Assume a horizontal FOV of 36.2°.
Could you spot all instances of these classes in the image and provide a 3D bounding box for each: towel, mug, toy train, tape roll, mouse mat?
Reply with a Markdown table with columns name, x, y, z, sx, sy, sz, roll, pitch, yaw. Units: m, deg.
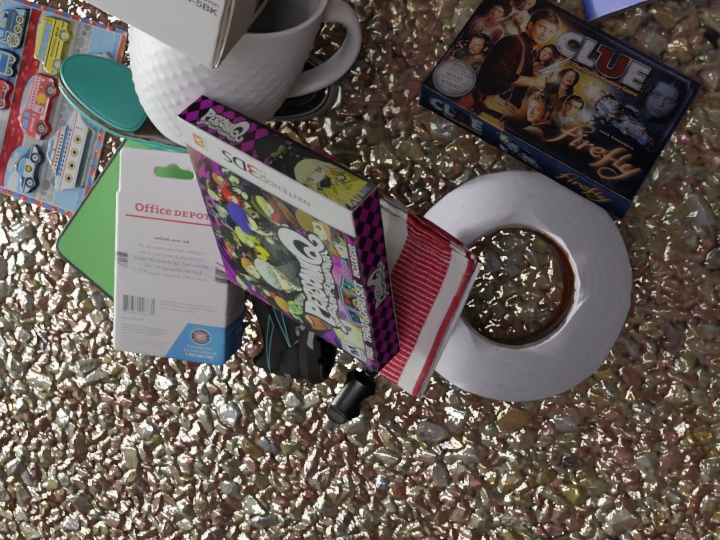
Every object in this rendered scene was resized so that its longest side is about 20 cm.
| name | x | y | z | sx | sy | sz | roll | pitch | yaw |
| --- | --- | --- | --- | --- | --- | --- | --- | --- | --- |
| towel | 0.000 | 0.000 | 0.947 | 0.200 | 0.023 | 0.144 | 36 | 118 | 28 |
| mug | -0.095 | -0.189 | 0.924 | 0.175 | 0.200 | 0.148 | 120 | 140 | -52 |
| toy train | 0.027 | 0.065 | 1.041 | 0.034 | 0.046 | 0.200 | 35 | 105 | 9 |
| tape roll | 0.133 | 0.013 | 0.967 | 0.200 | 0.066 | 0.201 | 0 | 92 | 2 |
| mouse mat | -0.201 | -0.049 | 1.109 | 0.161 | 0.008 | 0.200 | 39 | 104 | 5 |

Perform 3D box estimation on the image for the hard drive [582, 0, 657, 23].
| name | x | y | z | sx | sy | sz | roll | pitch | yaw |
| --- | --- | --- | --- | --- | --- | --- | --- | --- | --- |
| hard drive | 0.231 | -0.330 | 0.940 | 0.132 | 0.025 | 0.200 | -16 | 92 | 17 |

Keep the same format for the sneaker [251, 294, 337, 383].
| name | x | y | z | sx | sy | sz | roll | pitch | yaw |
| --- | --- | --- | --- | --- | --- | --- | --- | --- | --- |
| sneaker | -0.067 | 0.009 | 1.047 | 0.079 | 0.075 | 0.200 | 3 | 98 | 18 |

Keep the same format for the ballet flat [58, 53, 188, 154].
| name | x | y | z | sx | sy | sz | roll | pitch | yaw |
| --- | --- | --- | --- | --- | --- | --- | --- | --- | --- |
| ballet flat | -0.196 | -0.140 | 1.052 | 0.200 | 0.070 | 0.067 | 23 | 71 | 1 |

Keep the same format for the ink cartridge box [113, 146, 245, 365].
| name | x | y | z | sx | sy | sz | roll | pitch | yaw |
| --- | --- | --- | --- | --- | --- | --- | --- | --- | --- |
| ink cartridge box | -0.171 | -0.019 | 1.062 | 0.116 | 0.067 | 0.200 | 8 | 104 | 10 |

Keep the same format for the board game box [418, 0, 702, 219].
| name | x | y | z | sx | sy | sz | roll | pitch | yaw |
| --- | --- | --- | --- | --- | --- | --- | --- | --- | --- |
| board game box | 0.170 | -0.151 | 0.942 | 0.200 | 0.035 | 0.136 | 31 | 70 | 10 |

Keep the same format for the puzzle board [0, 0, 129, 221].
| name | x | y | z | sx | sy | sz | roll | pitch | yaw |
| --- | --- | --- | --- | --- | --- | --- | --- | --- | --- |
| puzzle board | -0.327 | -0.168 | 1.130 | 0.151 | 0.017 | 0.200 | 19 | 103 | 13 |

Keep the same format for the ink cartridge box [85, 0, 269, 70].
| name | x | y | z | sx | sy | sz | roll | pitch | yaw |
| --- | --- | --- | --- | --- | --- | --- | --- | --- | --- |
| ink cartridge box | -0.116 | -0.261 | 0.799 | 0.147 | 0.200 | 0.083 | 29 | 144 | 1 |

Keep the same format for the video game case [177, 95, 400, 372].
| name | x | y | z | sx | sy | sz | roll | pitch | yaw |
| --- | --- | --- | --- | --- | --- | --- | --- | --- | --- |
| video game case | -0.054 | -0.026 | 0.884 | 0.181 | 0.200 | 0.036 | 31 | 60 | 28 |

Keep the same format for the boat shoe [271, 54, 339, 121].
| name | x | y | z | sx | sy | sz | roll | pitch | yaw |
| --- | --- | --- | --- | --- | --- | --- | --- | --- | --- |
| boat shoe | -0.121 | -0.183 | 1.042 | 0.200 | 0.064 | 0.071 | 12 | 101 | 14 |
